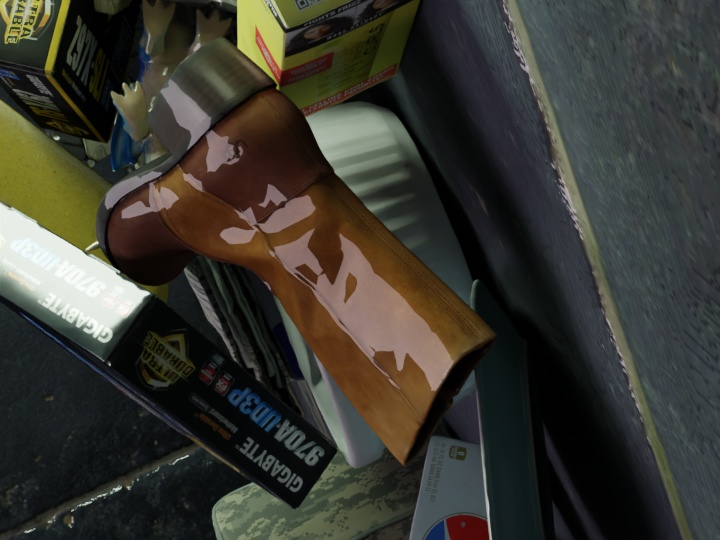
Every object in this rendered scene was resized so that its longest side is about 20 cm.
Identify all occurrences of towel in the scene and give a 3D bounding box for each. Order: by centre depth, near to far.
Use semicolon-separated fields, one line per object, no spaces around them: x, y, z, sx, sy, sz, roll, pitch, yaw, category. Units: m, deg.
-0.104;-0.013;1.297;0.193;0.035;0.200;70;170;-25;towel

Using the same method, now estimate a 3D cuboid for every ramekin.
0.000;0.000;1.135;0.202;0.094;0.203;159;90;-85;ramekin

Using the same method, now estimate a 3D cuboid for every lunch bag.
0.005;0.225;1.490;0.139;0.200;0.168;-128;16;-64;lunch bag

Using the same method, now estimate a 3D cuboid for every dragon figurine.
-0.108;-0.085;1.146;0.099;0.059;0.200;108;169;-67;dragon figurine

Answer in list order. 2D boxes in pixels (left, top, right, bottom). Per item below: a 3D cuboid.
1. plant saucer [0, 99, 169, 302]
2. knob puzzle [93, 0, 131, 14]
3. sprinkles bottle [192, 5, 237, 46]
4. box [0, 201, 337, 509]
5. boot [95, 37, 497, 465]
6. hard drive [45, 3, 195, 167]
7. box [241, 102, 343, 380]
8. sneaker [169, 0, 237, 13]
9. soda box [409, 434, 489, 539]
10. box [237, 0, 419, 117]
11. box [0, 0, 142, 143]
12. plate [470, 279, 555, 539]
-0.192;-0.053;1.268;0.200;0.048;0.200;37;178;-8;plant saucer
-0.113;-0.234;1.142;0.220;0.030;0.220;10;-90;-88;knob puzzle
-0.110;-0.188;1.459;0.200;0.068;0.068;68;173;-24;sprinkles bottle
-0.121;0.044;1.131;0.159;0.046;0.200;29;170;39;box
-0.032;0.010;1.000;0.200;0.068;0.188;48;138;10;boot
-0.168;-0.186;1.352;0.038;0.140;0.200;11;126;30;hard drive
-0.047;-0.036;1.353;0.200;0.105;0.184;65;171;-1;box
-0.070;-0.201;1.157;0.200;0.078;0.090;-109;27;-73;sneaker
0.053;0.199;1.148;0.064;0.068;0.200;83;-162;-70;soda box
-0.017;-0.121;0.962;0.050;0.075;0.200;64;172;6;box
-0.163;-0.171;1.194;0.200;0.049;0.160;79;-154;-82;box
0.079;0.103;1.016;0.200;0.026;0.200;-7;-90;-84;plate
